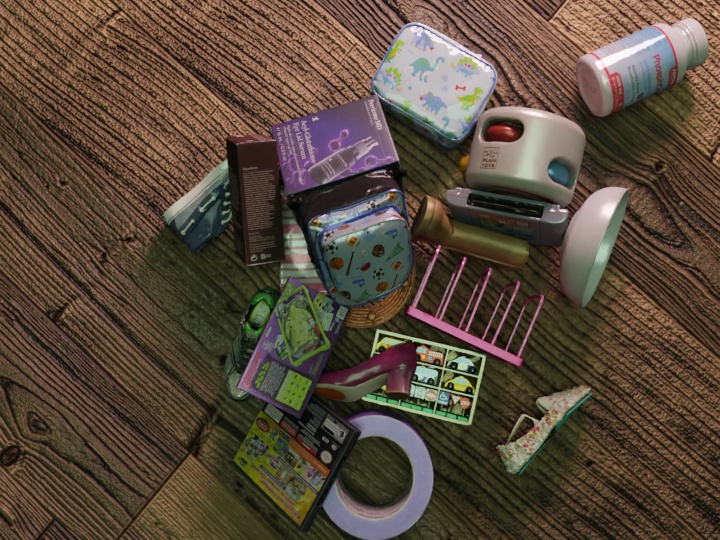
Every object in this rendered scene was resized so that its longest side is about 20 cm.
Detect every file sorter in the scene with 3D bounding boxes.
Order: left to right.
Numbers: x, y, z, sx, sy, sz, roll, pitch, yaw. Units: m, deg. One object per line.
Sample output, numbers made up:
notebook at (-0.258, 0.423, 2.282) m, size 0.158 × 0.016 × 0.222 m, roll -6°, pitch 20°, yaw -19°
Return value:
file sorter at (0.188, 0.058, 1.181) m, size 0.197 × 0.139 × 0.127 m, roll 25°, pitch 87°, yaw 3°

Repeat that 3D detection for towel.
towel at (-0.076, -0.058, 1.236) m, size 0.143 × 0.030 × 0.204 m, roll -5°, pitch 83°, yaw 5°

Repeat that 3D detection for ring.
ring at (0.000, 0.000, 1.251) m, size 0.196 × 0.019 × 0.205 m, roll 0°, pitch 86°, yaw 2°

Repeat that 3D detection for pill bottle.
pill bottle at (0.480, -0.351, 1.206) m, size 0.197 × 0.109 × 0.110 m, roll -24°, pitch 86°, yaw 1°

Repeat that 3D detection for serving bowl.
serving bowl at (0.373, -0.046, 1.160) m, size 0.065 × 0.200 × 0.203 m, roll 23°, pitch 87°, yaw 23°

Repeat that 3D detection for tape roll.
tape roll at (0.025, 0.342, 1.199) m, size 0.196 × 0.085 × 0.205 m, roll 0°, pitch 88°, yaw 3°

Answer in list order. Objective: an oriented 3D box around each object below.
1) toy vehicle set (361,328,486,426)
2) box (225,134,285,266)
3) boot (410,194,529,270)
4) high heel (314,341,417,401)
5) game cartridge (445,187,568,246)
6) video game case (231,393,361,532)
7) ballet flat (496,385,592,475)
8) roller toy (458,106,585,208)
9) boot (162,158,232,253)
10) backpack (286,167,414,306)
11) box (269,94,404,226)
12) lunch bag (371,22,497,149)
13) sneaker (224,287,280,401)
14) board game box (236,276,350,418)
toy vehicle set at (0.110, 0.185, 1.232) m, size 0.196 × 0.027 × 0.127 m, roll 12°, pitch 88°, yaw 3°
box at (-0.177, -0.121, 1.188) m, size 0.074 × 0.100 × 0.204 m, roll -10°, pitch 109°, yaw -19°
boot at (0.185, -0.058, 1.164) m, size 0.196 × 0.175 × 0.067 m, roll 17°, pitch 88°, yaw 1°
high heel at (0.001, 0.170, 1.209) m, size 0.196 × 0.068 × 0.098 m, roll 0°, pitch 56°, yaw 17°
game cartridge at (0.246, -0.087, 1.180) m, size 0.196 × 0.133 × 0.042 m, roll 13°, pitch 74°, yaw 20°
video game case at (-0.112, 0.298, 1.181) m, size 0.199 × 0.025 × 0.183 m, roll 28°, pitch 88°, yaw 40°
ballet flat at (0.308, 0.258, 1.201) m, size 0.064 × 0.076 × 0.200 m, roll 43°, pitch 86°, yaw 20°
roller toy at (0.267, -0.177, 1.168) m, size 0.196 × 0.182 × 0.143 m, roll 14°, pitch 88°, yaw 3°
boot at (-0.247, -0.123, 1.249) m, size 0.199 × 0.073 × 0.091 m, roll -39°, pitch 94°, yaw 7°
backpack at (0.004, -0.039, 1.124) m, size 0.196 × 0.193 × 0.155 m, roll -16°, pitch 43°, yaw -2°
box at (-0.038, -0.186, 1.196) m, size 0.196 × 0.105 × 0.150 m, roll -18°, pitch 62°, yaw 0°
lunch bag at (0.130, -0.323, 1.232) m, size 0.198 × 0.082 × 0.163 m, roll 30°, pitch 89°, yaw 4°
sneaker at (-0.193, 0.126, 1.219) m, size 0.076 × 0.085 × 0.204 m, roll 14°, pitch 88°, yaw 3°
board game box at (-0.111, 0.128, 1.178) m, size 0.119 × 0.032 × 0.203 m, roll 29°, pitch 76°, yaw -13°
